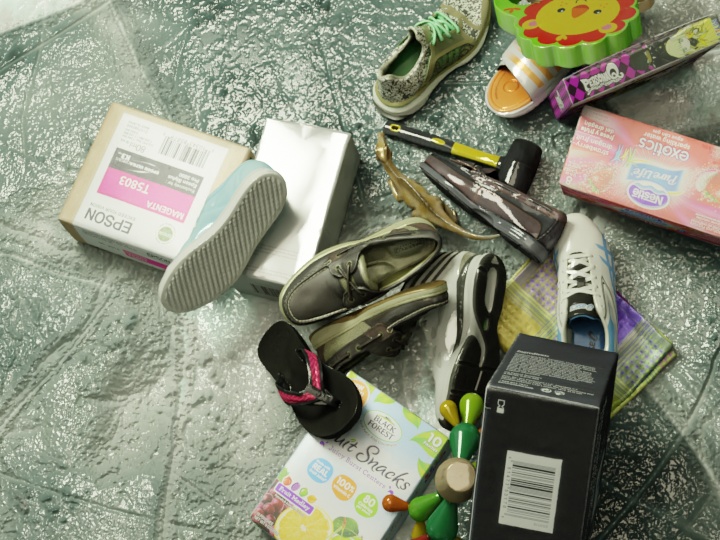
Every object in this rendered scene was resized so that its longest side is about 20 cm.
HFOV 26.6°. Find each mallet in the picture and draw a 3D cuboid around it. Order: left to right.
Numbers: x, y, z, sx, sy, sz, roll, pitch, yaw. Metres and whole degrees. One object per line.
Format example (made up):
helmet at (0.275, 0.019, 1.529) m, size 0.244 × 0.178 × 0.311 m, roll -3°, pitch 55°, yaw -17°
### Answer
mallet at (0.122, -0.152, 1.808) m, size 0.198 × 0.041 × 0.066 m, roll 27°, pitch 78°, yaw 23°

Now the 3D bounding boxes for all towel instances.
towel at (0.239, 0.069, 1.714) m, size 0.143 × 0.023 × 0.200 m, roll -42°, pitch 69°, yaw -5°

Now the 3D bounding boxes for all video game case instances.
video game case at (0.305, -0.225, 1.709) m, size 0.179 × 0.200 × 0.036 m, roll -23°, pitch 90°, yaw 2°

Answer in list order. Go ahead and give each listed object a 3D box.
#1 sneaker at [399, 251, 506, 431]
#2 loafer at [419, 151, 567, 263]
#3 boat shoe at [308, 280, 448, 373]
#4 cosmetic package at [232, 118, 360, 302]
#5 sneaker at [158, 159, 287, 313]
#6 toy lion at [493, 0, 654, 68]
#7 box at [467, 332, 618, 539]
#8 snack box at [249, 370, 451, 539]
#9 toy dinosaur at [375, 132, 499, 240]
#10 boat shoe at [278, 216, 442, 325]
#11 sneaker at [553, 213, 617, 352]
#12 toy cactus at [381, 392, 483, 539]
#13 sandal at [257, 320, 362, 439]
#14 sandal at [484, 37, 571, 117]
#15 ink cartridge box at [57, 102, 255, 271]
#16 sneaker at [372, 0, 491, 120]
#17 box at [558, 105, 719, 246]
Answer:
sneaker at (0.096, 0.076, 1.728) m, size 0.114 × 0.075 × 0.204 m, roll 9°, pitch 87°, yaw 44°
loafer at (0.154, -0.084, 1.743) m, size 0.200 × 0.072 × 0.063 m, roll 40°, pitch 89°, yaw 31°
boat shoe at (0.028, 0.067, 1.707) m, size 0.199 × 0.073 × 0.066 m, roll -26°, pitch 84°, yaw 41°
cosmetic package at (-0.080, -0.068, 1.794) m, size 0.111 × 0.081 × 0.202 m, roll 13°, pitch 73°, yaw 15°
sneaker at (-0.161, -0.041, 1.735) m, size 0.200 × 0.074 × 0.082 m, roll -47°, pitch 32°, yaw 3°
toy lion at (0.238, -0.300, 1.754) m, size 0.198 × 0.069 × 0.192 m, roll 13°, pitch 47°, yaw 34°
box at (0.187, 0.191, 1.550) m, size 0.116 × 0.200 × 0.200 m, roll 9°, pitch 105°, yaw 12°
snack box at (-0.010, 0.235, 1.690) m, size 0.141 × 0.053 × 0.201 m, roll 33°, pitch 80°, yaw 18°
toy dinosaur at (0.077, -0.071, 1.751) m, size 0.058 × 0.101 × 0.200 m, roll -44°, pitch 68°, yaw -5°
boat shoe at (0.001, 0.001, 1.696) m, size 0.199 × 0.066 × 0.072 m, roll -27°, pitch 98°, yaw -5°
sneaker at (0.248, 0.027, 1.677) m, size 0.071 × 0.073 × 0.203 m, roll -7°, pitch 69°, yaw 10°
toy cactus at (0.091, 0.215, 1.583) m, size 0.101 × 0.165 × 0.202 m, roll 26°, pitch 77°, yaw 4°
sandal at (-0.068, 0.120, 1.705) m, size 0.075 × 0.045 × 0.200 m, roll -51°, pitch 45°, yaw 3°
sandal at (0.222, -0.269, 1.806) m, size 0.206 × 0.059 × 0.079 m, roll -43°, pitch 50°, yaw -8°
ink cartridge box at (-0.240, -0.092, 1.836) m, size 0.198 × 0.075 × 0.167 m, roll 18°, pitch 75°, yaw 16°
sneaker at (0.087, -0.274, 1.826) m, size 0.077 × 0.089 × 0.201 m, roll 35°, pitch 81°, yaw 20°
box at (0.330, -0.104, 1.696) m, size 0.198 × 0.103 × 0.096 m, roll 19°, pitch 89°, yaw 11°
